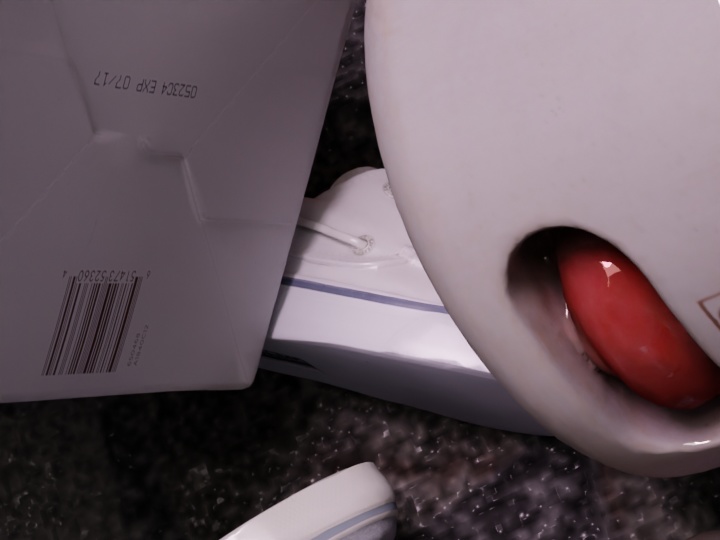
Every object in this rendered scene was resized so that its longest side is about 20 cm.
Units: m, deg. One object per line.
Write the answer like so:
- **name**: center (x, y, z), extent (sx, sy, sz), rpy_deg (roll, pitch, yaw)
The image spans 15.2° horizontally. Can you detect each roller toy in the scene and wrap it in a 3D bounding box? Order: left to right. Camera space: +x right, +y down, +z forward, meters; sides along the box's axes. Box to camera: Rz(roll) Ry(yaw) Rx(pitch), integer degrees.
- **roller toy**: center (0.104, -0.045, 0.725), extent (0.139, 0.182, 0.201), rpy_deg (-23, 82, 32)

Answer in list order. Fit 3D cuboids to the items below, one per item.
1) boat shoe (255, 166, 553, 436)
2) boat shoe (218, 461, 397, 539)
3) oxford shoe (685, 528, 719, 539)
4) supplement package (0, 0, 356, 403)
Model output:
- **boat shoe**: center (0.000, 0.000, 0.826), extent (0.199, 0.074, 0.066), rpy_deg (13, 77, 26)
- **boat shoe**: center (-0.056, 0.142, 0.797), extent (0.201, 0.070, 0.072), rpy_deg (-41, 78, -1)
- **oxford shoe**: center (0.094, 0.132, 0.699), extent (0.071, 0.073, 0.201), rpy_deg (-18, 37, 18)
- **supplement package**: center (-0.139, -0.062, 0.753), extent (0.199, 0.191, 0.148), rpy_deg (20, 98, 28)
